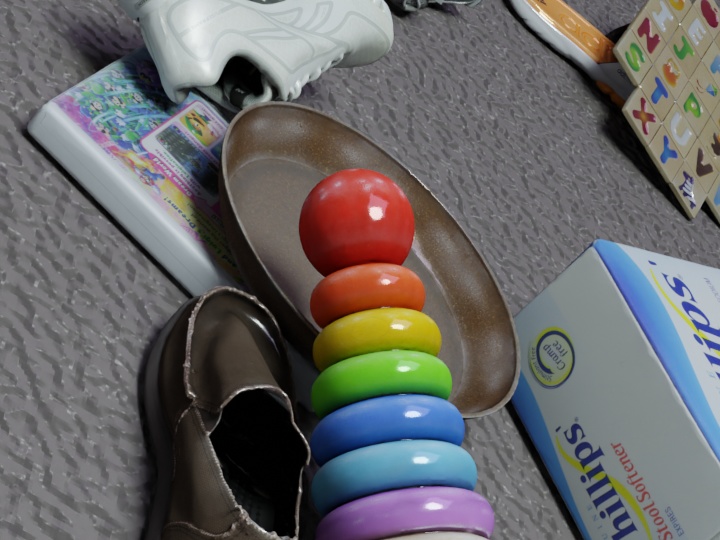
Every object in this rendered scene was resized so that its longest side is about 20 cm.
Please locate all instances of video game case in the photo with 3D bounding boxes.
[{"bbox_3d":[-0.060,-0.036,1.049,0.200,0.024,0.182,45,28,-1],"label":"video game case"}]

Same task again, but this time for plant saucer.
[{"bbox_3d":[0.000,0.000,1.024,0.199,0.032,0.201,33,31,-23],"label":"plant saucer"}]

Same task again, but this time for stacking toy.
[{"bbox_3d":[0.009,0.050,0.899,0.085,0.085,0.202,14,60,-44],"label":"stacking toy"}]

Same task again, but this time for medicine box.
[{"bbox_3d":[0.196,0.095,1.127,0.199,0.103,0.183,12,42,-47],"label":"medicine box"}]

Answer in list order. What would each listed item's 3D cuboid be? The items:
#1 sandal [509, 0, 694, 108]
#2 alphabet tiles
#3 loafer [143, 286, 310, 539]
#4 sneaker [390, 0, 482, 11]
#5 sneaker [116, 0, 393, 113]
[{"bbox_3d":[0.202,-0.171,1.537,0.206,0.059,0.079,36,29,-17],"label":"sandal"},{"bbox_3d":[0.258,-0.131,1.529,0.167,0.006,0.200,55,41,-15],"label":"alphabet tiles"},{"bbox_3d":[-0.047,0.073,0.866,0.073,0.071,0.201,29,32,-26],"label":"loafer"},{"bbox_3d":[0.030,-0.216,1.350,0.082,0.075,0.199,51,28,16],"label":"sneaker"},{"bbox_3d":[-0.050,-0.121,1.088,0.199,0.075,0.082,-1,66,-51],"label":"sneaker"}]
